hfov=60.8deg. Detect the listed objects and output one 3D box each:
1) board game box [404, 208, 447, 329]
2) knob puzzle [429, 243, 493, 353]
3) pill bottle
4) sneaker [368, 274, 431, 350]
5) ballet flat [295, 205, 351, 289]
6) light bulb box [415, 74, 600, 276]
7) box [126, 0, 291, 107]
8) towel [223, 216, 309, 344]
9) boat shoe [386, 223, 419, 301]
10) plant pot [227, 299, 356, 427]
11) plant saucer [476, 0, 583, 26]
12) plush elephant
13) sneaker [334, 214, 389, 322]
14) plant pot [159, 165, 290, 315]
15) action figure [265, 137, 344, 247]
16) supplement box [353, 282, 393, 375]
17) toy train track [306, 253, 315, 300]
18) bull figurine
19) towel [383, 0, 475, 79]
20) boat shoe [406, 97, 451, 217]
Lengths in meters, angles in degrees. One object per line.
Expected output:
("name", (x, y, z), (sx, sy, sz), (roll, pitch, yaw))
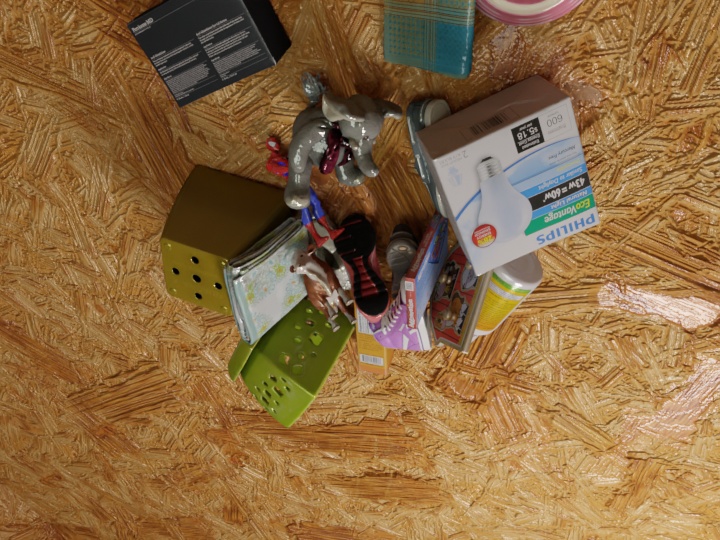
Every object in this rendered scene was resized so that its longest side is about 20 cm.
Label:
("board game box", (0.111, -0.011, 1.004), (0.019, 0.201, 0.104), (10, 131, 18))
("knob puzzle", (0.153, 0.030, 1.039), (0.030, 0.222, 0.221), (17, 134, -16))
("pill bottle", (0.216, 0.041, 1.071), (0.110, 0.112, 0.201), (28, 132, -5))
("sneaker", (0.064, 0.082, 1.096), (0.112, 0.073, 0.202), (-1, 138, 11))
("ballet flat", (-0.052, -0.033, 1.122), (0.071, 0.072, 0.201), (-20, 120, 31))
("light bulb box", (0.210, -0.134, 0.879), (0.196, 0.125, 0.201), (-24, 120, 8))
("box", (-0.226, -0.354, 0.921), (0.198, 0.079, 0.142), (-12, 127, 28))
("towel", (-0.154, 0.019, 1.084), (0.048, 0.171, 0.201), (35, 147, 26))
("boat shoe", (0.090, -0.005, 1.105), (0.073, 0.074, 0.201), (1, 143, 8))
("plant pot", (-0.147, 0.163, 1.234), (0.180, 0.200, 0.200), (34, 142, -3))
("plant saucer", (0.207, -0.399, 0.749), (0.197, 0.051, 0.203), (9, 130, 11))
("plush elephant", (-0.021, -0.200, 0.919), (0.154, 0.163, 0.203), (10, 111, 44))
("sneaker", (0.000, 0.000, 1.082), (0.073, 0.203, 0.087), (-11, 158, -3))
("plant pot", (-0.254, -0.040, 1.116), (0.197, 0.177, 0.202), (18, 132, 10))
("action figure", (-0.088, -0.151, 1.022), (0.201, 0.065, 0.099), (55, 133, 4))
("supplement box", (0.029, 0.116, 1.230), (0.068, 0.067, 0.202), (10, 131, 13))
("toy train track", (-0.098, -0.012, 1.190), (0.113, 0.033, 0.202), (9, 130, 12))
("bull figurine", (-0.064, 0.034, 1.085), (0.122, 0.065, 0.200), (54, 175, 19))
("towel", (0.089, -0.364, 0.806), (0.145, 0.022, 0.202), (26, 136, 31))
("boat shoe", (0.116, -0.176, 0.967), (0.061, 0.073, 0.202), (20, 140, 39))
